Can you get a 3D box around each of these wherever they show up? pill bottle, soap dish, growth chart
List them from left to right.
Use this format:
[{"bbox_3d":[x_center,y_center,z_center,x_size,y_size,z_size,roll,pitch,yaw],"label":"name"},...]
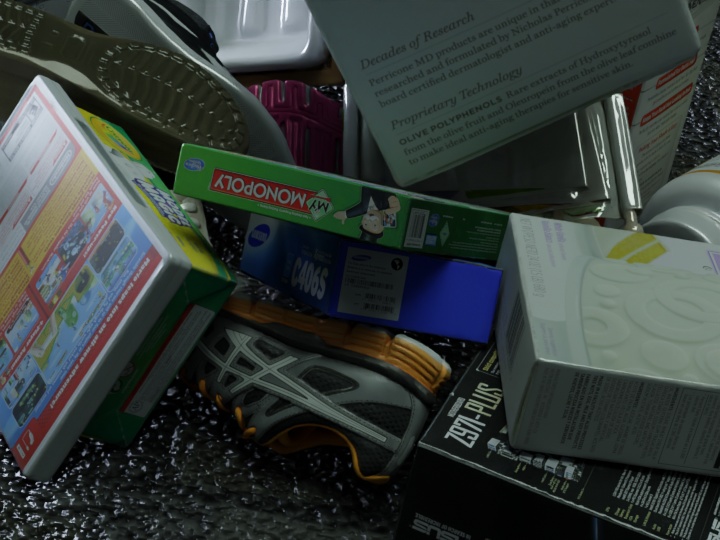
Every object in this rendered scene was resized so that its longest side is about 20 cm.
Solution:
[{"bbox_3d":[-0.078,-0.204,1.183,0.199,0.158,0.081,1,-5,34],"label":"soap dish"},{"bbox_3d":[0.080,-0.073,1.040,0.199,0.018,0.145,3,60,6],"label":"growth chart"},{"bbox_3d":[0.259,-0.025,1.099,0.109,0.110,0.200,31,36,29],"label":"pill bottle"}]

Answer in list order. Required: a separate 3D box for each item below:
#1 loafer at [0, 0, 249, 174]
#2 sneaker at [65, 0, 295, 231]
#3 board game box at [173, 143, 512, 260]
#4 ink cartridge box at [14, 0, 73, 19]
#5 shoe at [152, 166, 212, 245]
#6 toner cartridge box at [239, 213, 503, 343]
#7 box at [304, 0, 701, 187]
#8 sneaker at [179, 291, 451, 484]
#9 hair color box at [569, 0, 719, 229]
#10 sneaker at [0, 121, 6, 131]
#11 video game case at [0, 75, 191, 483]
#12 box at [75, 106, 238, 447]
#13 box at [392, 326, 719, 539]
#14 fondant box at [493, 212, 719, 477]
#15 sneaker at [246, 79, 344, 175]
[{"bbox_3d":[-0.164,-0.106,1.015,0.199,0.068,0.076,25,43,-1],"label":"loafer"},{"bbox_3d":[-0.100,-0.117,1.093,0.200,0.073,0.112,49,18,-2],"label":"sneaker"},{"bbox_3d":[0.005,-0.035,0.904,0.134,0.029,0.200,13,4,25],"label":"board game box"},{"bbox_3d":[-0.253,-0.191,1.101,0.145,0.201,0.084,-11,39,-32],"label":"ink cartridge box"},{"bbox_3d":[-0.138,-0.038,1.014,0.070,0.054,0.200,2,25,-25],"label":"shoe"},{"bbox_3d":[0.000,0.000,0.941,0.095,0.043,0.200,12,3,-19],"label":"toner cartridge box"},{"bbox_3d":[0.064,-0.199,0.971,0.199,0.172,0.199,-24,35,8],"label":"box"},{"bbox_3d":[-0.052,0.059,0.893,0.199,0.078,0.078,11,-12,30],"label":"sneaker"},{"bbox_3d":[0.183,-0.117,1.134,0.064,0.201,0.111,27,34,24],"label":"hair color box"},{"bbox_3d":[-0.266,-0.081,1.053,0.200,0.080,0.074,6,26,-46],"label":"sneaker"},{"bbox_3d":[-0.173,-0.002,0.890,0.017,0.143,0.200,23,18,-42],"label":"video game case"},{"bbox_3d":[-0.154,-0.007,0.920,0.048,0.118,0.200,22,19,-44],"label":"box"},{"bbox_3d":[0.128,0.103,0.869,0.163,0.086,0.200,20,32,13],"label":"box"},{"bbox_3d":[0.173,0.041,0.845,0.199,0.058,0.144,9,31,-7],"label":"fondant box"},{"bbox_3d":[-0.008,-0.078,1.131,0.199,0.082,0.088,5,-15,15],"label":"sneaker"}]
